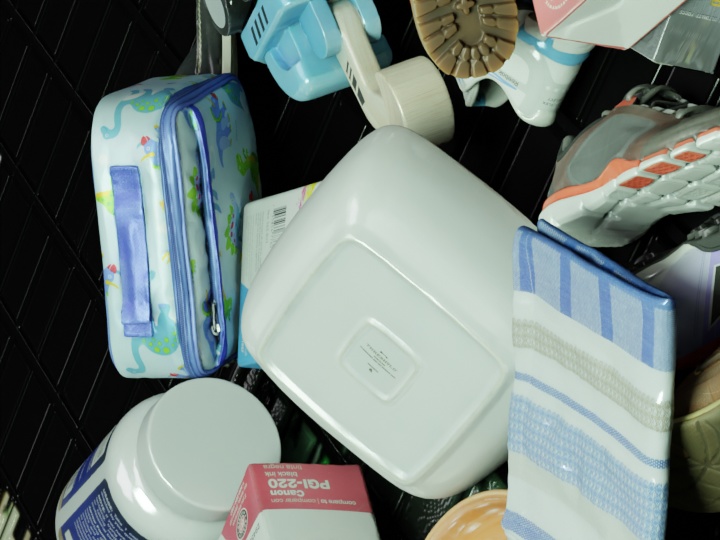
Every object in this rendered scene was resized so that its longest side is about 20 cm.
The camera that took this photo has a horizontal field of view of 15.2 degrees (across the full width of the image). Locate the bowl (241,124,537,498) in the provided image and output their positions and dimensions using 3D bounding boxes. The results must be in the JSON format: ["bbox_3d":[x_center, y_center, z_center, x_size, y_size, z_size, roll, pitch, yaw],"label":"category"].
[{"bbox_3d":[0.027,0.039,1.612,0.200,0.075,0.200,41,130,2],"label":"bowl"}]

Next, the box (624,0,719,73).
[{"bbox_3d":[0.161,-0.224,1.586,0.200,0.048,0.158,39,116,52],"label":"box"}]

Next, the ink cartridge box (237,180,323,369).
[{"bbox_3d":[0.000,0.000,1.763,0.200,0.068,0.115,-13,72,55],"label":"ink cartridge box"}]

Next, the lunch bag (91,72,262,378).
[{"bbox_3d":[-0.122,-0.030,1.837,0.082,0.161,0.200,-1,101,19],"label":"lunch bag"}]

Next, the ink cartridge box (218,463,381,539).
[{"bbox_3d":[-0.036,0.243,1.713,0.200,0.085,0.146,-108,30,-43],"label":"ink cartridge box"}]

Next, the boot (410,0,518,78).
[{"bbox_3d":[0.044,-0.220,1.571,0.107,0.075,0.200,-105,8,-72],"label":"boot"}]

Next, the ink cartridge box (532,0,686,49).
[{"bbox_3d":[0.137,-0.241,1.519,0.116,0.067,0.200,-41,52,46],"label":"ink cartridge box"}]

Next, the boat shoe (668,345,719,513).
[{"bbox_3d":[0.210,0.073,1.448,0.200,0.072,0.068,-42,17,54],"label":"boat shoe"}]

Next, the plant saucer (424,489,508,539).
[{"bbox_3d":[0.090,0.232,1.610,0.200,0.037,0.200,-17,69,55],"label":"plant saucer"}]

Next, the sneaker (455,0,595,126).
[{"bbox_3d":[0.070,-0.151,1.690,0.200,0.075,0.087,44,126,51],"label":"sneaker"}]

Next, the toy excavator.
[{"bbox_3d":[-0.009,-0.150,1.781,0.200,0.100,0.194,65,161,9],"label":"toy excavator"}]

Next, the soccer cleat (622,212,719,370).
[{"bbox_3d":[0.196,0.012,1.486,0.200,0.068,0.073,-31,91,38],"label":"soccer cleat"}]

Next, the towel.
[{"bbox_3d":[0.124,0.085,1.486,0.147,0.024,0.200,35,129,54],"label":"towel"}]

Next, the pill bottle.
[{"bbox_3d":[-0.131,0.151,1.853,0.200,0.116,0.116,134,134,-59],"label":"pill bottle"}]

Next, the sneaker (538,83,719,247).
[{"bbox_3d":[0.167,-0.075,1.527,0.200,0.077,0.082,-23,59,52],"label":"sneaker"}]

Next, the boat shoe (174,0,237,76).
[{"bbox_3d":[-0.121,-0.115,1.953,0.072,0.068,0.200,92,-178,-82],"label":"boat shoe"}]
